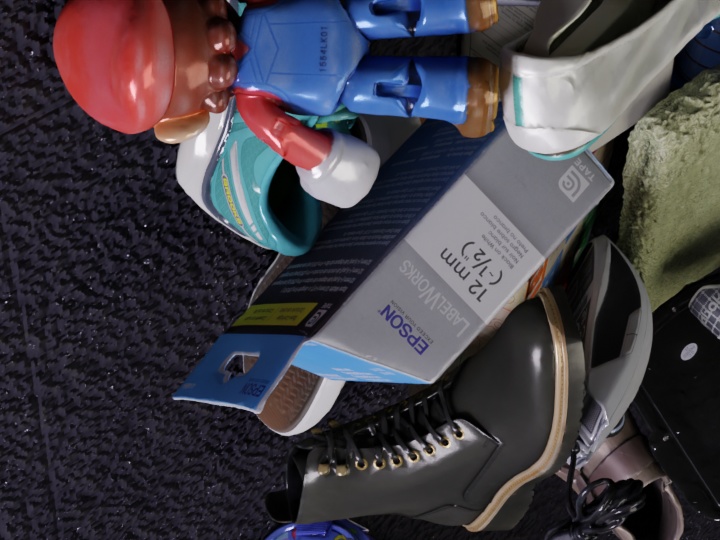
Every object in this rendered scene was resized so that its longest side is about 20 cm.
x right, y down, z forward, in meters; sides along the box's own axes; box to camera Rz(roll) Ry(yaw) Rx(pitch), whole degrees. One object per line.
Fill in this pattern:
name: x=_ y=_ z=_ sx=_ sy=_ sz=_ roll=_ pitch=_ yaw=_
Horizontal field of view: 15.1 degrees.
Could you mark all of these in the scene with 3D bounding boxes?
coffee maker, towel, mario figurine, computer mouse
coffee maker: x=0.258 y=0.110 z=1.645 sx=0.135 sy=0.192 sz=0.200 roll=-14 pitch=164 yaw=23
towel: x=0.202 y=-0.060 z=1.524 sx=0.148 sy=0.036 sz=0.200 roll=-35 pitch=154 yaw=-18
mario figurine: x=-0.039 y=-0.103 z=1.230 sx=0.200 sy=0.124 sz=0.106 roll=1 pitch=147 yaw=0
computer mouse: x=0.134 y=0.069 z=1.480 sx=0.110 sy=0.044 sz=0.200 roll=113 pitch=-12 yaw=-56

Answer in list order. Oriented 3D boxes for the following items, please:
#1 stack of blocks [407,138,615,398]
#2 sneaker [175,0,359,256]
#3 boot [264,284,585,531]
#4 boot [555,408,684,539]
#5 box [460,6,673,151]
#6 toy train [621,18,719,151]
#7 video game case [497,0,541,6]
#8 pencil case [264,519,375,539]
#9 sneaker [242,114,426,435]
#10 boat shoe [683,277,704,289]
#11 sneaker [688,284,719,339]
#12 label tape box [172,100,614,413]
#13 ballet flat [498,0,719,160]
stack of blocks: x=0.083 y=0.001 z=1.528 sx=0.115 sy=0.059 sz=0.200 roll=-56 pitch=164 yaw=-36
sneaker: x=-0.028 y=-0.097 z=1.304 sx=0.077 sy=0.080 sz=0.200 roll=-21 pitch=138 yaw=-38
boot: x=0.034 y=0.084 z=1.452 sx=0.138 sy=0.078 sz=0.200 roll=-1 pitch=141 yaw=-16
boot: x=0.145 y=0.120 z=1.675 sx=0.070 sy=0.146 sz=0.200 roll=-38 pitch=150 yaw=-3
box: x=0.111 y=-0.165 z=1.396 sx=0.078 sy=0.095 sz=0.200 roll=-32 pitch=146 yaw=-28
toy train: x=0.231 y=-0.135 z=1.589 sx=0.114 sy=0.087 sz=0.200 roll=-14 pitch=134 yaw=-36
video game case: x=0.063 y=-0.204 z=1.268 sx=0.200 sy=0.143 sz=0.019 roll=87 pitch=8 yaw=-45
pencil case: x=0.004 y=0.204 z=1.663 sx=0.200 sy=0.078 sz=0.087 roll=37 pitch=65 yaw=-58
sneaker: x=0.000 y=0.000 z=1.446 sx=0.085 sy=0.073 sz=0.200 roll=-10 pitch=129 yaw=-44
boat shoe: x=0.192 y=0.027 z=1.726 sx=0.068 sy=0.075 sz=0.200 roll=-62 pitch=154 yaw=8
sneaker: x=0.264 y=-0.023 z=1.554 sx=0.200 sy=0.080 sz=0.076 roll=-49 pitch=160 yaw=-38
label tape box: x=0.013 y=0.010 z=1.303 sx=0.200 sy=0.066 sz=0.143 roll=-49 pitch=-167 yaw=-14
ballet flat: x=0.131 y=-0.132 z=1.252 sx=0.200 sy=0.069 sz=0.069 roll=-46 pitch=150 yaw=-29
